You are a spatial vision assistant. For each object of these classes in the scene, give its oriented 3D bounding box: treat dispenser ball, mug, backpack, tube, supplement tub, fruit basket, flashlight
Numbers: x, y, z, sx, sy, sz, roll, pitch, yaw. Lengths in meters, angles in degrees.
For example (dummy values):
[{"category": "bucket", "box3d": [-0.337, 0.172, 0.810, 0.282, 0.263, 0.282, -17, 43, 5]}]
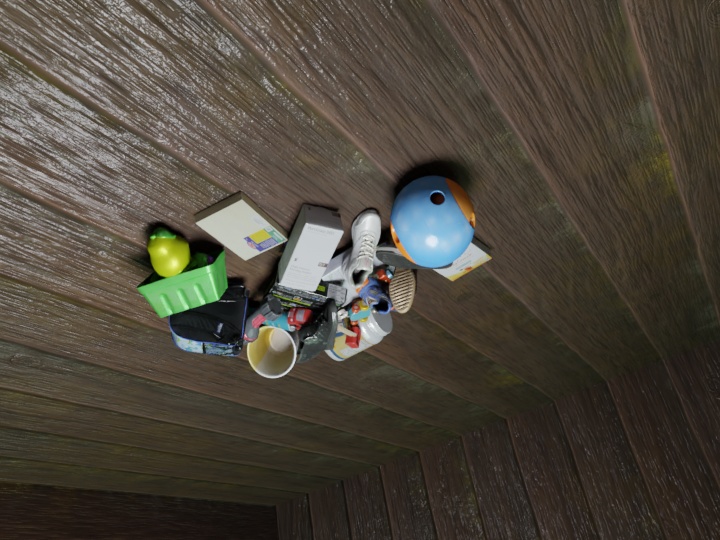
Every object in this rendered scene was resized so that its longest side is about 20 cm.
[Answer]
[{"category": "treat dispenser ball", "box3d": [0.164, -0.111, 1.384, 0.194, 0.206, 0.203, -9, 150, -5]}, {"category": "mug", "box3d": [-0.260, 0.208, 1.812, 0.149, 0.188, 0.153, -40, -177, 10]}, {"category": "backpack", "box3d": [-0.397, 0.132, 1.593, 0.193, 0.188, 0.148, 7, 150, -9]}, {"category": "tube", "box3d": [-0.271, 0.130, 1.719, 0.194, 0.052, 0.078, 8, 152, 25]}, {"category": "supplement tub", "box3d": [-0.015, 0.169, 1.827, 0.197, 0.148, 0.143, -29, 146, 25]}, {"category": "fruit basket", "box3d": [-0.427, -0.013, 1.427, 0.208, 0.156, 0.223, 1, 107, 2]}, {"category": "flashlight", "box3d": [-0.272, 0.138, 1.645, 0.066, 0.070, 0.199, 23, 144, -28]}]

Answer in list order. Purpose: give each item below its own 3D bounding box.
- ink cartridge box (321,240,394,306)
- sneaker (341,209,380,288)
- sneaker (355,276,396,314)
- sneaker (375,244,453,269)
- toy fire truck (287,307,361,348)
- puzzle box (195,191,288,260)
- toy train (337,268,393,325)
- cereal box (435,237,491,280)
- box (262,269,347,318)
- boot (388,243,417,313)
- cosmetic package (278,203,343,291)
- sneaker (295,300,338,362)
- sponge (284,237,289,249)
[{"category": "ink cartridge box", "box3d": [0.000, 0.000, 1.643, 0.196, 0.041, 0.201, -29, 150, 1]}, {"category": "sneaker", "box3d": [0.013, -0.045, 1.489, 0.075, 0.100, 0.205, 6, 116, -18]}, {"category": "sneaker", "box3d": [0.063, 0.084, 1.603, 0.075, 0.080, 0.197, -43, 144, 25]}, {"category": "sneaker", "box3d": [0.138, -0.076, 1.523, 0.193, 0.124, 0.084, 4, 153, 10]}, {"category": "toy fire truck", "box3d": [-0.097, 0.159, 1.683, 0.137, 0.050, 0.200, -2, 154, 30]}, {"category": "puzzle box", "box3d": [-0.273, -0.099, 1.417, 0.130, 0.026, 0.200, -23, 148, 15]}, {"category": "toy train", "box3d": [0.021, 0.066, 1.671, 0.198, 0.056, 0.149, -38, 143, 15]}, {"category": "cereal box", "box3d": [0.256, -0.047, 1.680, 0.142, 0.041, 0.198, -32, 144, 28]}, {"category": "box", "box3d": [-0.154, 0.071, 1.631, 0.194, 0.049, 0.193, 16, 158, -14]}, {"category": "boot", "box3d": [0.129, 0.037, 1.613, 0.070, 0.206, 0.167, -9, 154, 17]}, {"category": "cosmetic package", "box3d": [-0.122, -0.051, 1.458, 0.099, 0.075, 0.203, 10, 132, -22]}, {"category": "sneaker", "box3d": [-0.117, 0.162, 1.595, 0.101, 0.061, 0.204, -3, 134, -12]}, {"category": "sponge", "box3d": [-0.132, -0.026, 1.582, 0.108, 0.031, 0.202, -11, 149, -4]}]
